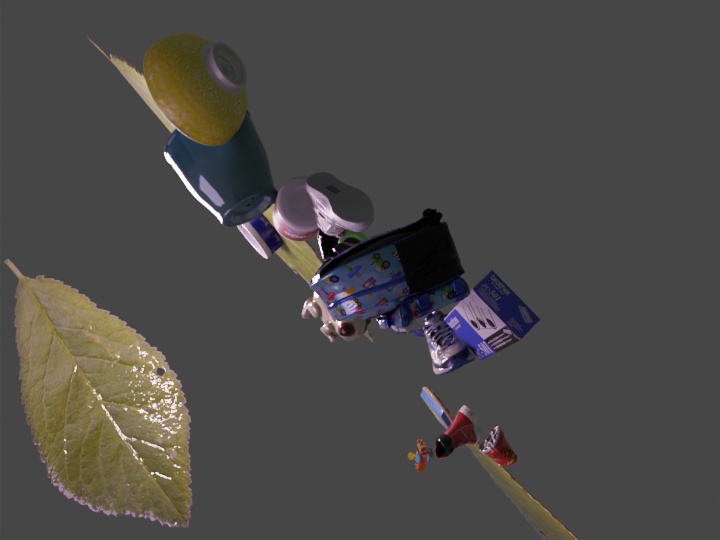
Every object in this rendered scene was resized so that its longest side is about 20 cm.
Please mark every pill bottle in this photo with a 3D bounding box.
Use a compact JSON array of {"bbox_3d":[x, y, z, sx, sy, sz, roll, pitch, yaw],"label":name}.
[{"bbox_3d":[-0.131,-0.124,1.111,0.113,0.112,0.200,49,167,-4],"label":"pill bottle"}]

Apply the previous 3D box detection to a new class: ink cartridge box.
[{"bbox_3d":[0.191,0.075,0.784,0.094,0.044,0.200,48,167,11],"label":"ink cartridge box"},{"bbox_3d":[0.073,0.093,1.220,0.200,0.039,0.099,49,166,-1],"label":"ink cartridge box"}]

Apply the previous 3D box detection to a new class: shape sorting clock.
[{"bbox_3d":[0.256,0.441,1.589,0.201,0.039,0.200,51,173,9],"label":"shape sorting clock"}]

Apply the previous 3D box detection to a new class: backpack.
[{"bbox_3d":[0.032,0.016,0.749,0.136,0.197,0.182,67,165,1],"label":"backpack"}]

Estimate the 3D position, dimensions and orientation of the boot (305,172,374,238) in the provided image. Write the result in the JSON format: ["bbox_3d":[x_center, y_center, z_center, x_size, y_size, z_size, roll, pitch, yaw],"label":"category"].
[{"bbox_3d":[-0.032,-0.098,0.930,0.200,0.073,0.097,47,156,47],"label":"boot"}]

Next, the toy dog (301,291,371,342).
[{"bbox_3d":[-0.056,0.128,1.579,0.200,0.138,0.196,42,129,30],"label":"toy dog"}]

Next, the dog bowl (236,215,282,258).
[{"bbox_3d":[-0.379,-0.145,1.905,0.200,0.079,0.201,46,167,14],"label":"dog bowl"}]

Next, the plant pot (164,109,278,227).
[{"bbox_3d":[-0.273,-0.204,1.077,0.190,0.198,0.200,58,168,8],"label":"plant pot"}]

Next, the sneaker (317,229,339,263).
[{"bbox_3d":[-0.046,-0.010,1.136,0.091,0.066,0.203,-50,-63,-86],"label":"sneaker"}]

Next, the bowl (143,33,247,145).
[{"bbox_3d":[-0.265,-0.336,0.913,0.107,0.201,0.201,-21,117,30],"label":"bowl"}]

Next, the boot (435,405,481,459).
[{"bbox_3d":[0.261,0.466,1.419,0.072,0.144,0.201,36,163,34],"label":"boot"}]

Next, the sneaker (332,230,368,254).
[{"bbox_3d":[0.000,0.000,1.095,0.076,0.084,0.201,30,157,54],"label":"sneaker"}]

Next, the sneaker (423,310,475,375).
[{"bbox_3d":[0.146,0.123,0.934,0.086,0.076,0.200,63,-178,-8],"label":"sneaker"}]

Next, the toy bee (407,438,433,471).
[{"bbox_3d":[0.314,0.912,2.602,0.129,0.201,0.109,17,-147,-27],"label":"toy bee"}]

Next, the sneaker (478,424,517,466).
[{"bbox_3d":[0.341,0.431,1.252,0.084,0.077,0.200,36,173,24],"label":"sneaker"}]
